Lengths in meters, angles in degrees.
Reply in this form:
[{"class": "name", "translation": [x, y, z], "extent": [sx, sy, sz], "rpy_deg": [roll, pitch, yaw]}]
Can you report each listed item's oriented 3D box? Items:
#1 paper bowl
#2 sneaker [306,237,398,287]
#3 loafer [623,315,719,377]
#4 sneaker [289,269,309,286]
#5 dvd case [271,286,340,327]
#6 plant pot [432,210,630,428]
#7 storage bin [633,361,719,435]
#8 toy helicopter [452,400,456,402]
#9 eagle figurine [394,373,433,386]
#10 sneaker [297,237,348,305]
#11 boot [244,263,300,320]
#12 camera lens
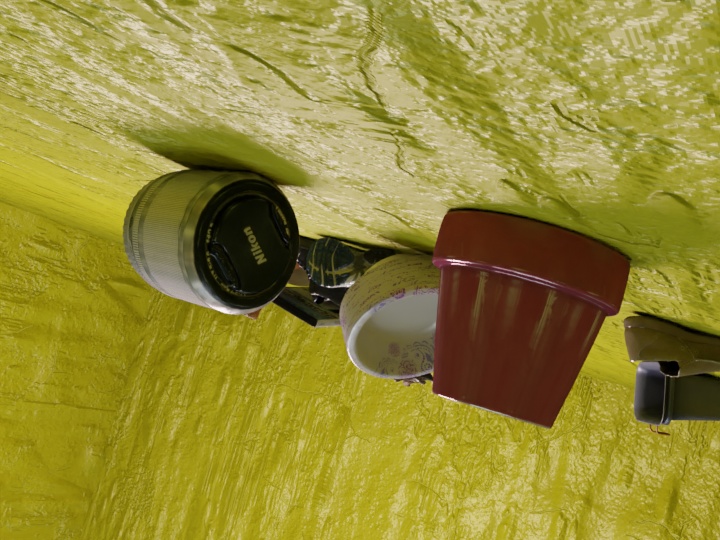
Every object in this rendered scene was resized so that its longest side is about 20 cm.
[{"class": "paper bowl", "translation": [0.067, 0.056, 1.270], "extent": [0.196, 0.106, 0.203], "rpy_deg": [-8, 139, -7]}, {"class": "sneaker", "translation": [0.000, 0.000, 1.392], "extent": [0.197, 0.079, 0.085], "rpy_deg": [13, 178, 37]}, {"class": "loafer", "translation": [0.452, 0.118, 1.230], "extent": [0.196, 0.069, 0.076], "rpy_deg": [17, 175, -6]}, {"class": "sneaker", "translation": [-0.155, -0.019, 1.720], "extent": [0.197, 0.072, 0.099], "rpy_deg": [21, 178, 15]}, {"class": "dvd case", "translation": [-0.089, 0.068, 1.693], "extent": [0.141, 0.018, 0.199], "rpy_deg": [28, -168, 26]}, {"class": "plant pot", "translation": [0.155, 0.055, 0.896], "extent": [0.196, 0.183, 0.200], "rpy_deg": [17, 174, 2]}, {"class": "storage bin", "translation": [0.665, 0.271, 1.837], "extent": [0.131, 0.149, 0.200], "rpy_deg": [6, 174, 2]}, {"class": "toy helicopter", "translation": [0.197, 0.136, 1.537], "extent": [0.078, 0.203, 0.132], "rpy_deg": [24, -161, 8]}, {"class": "eagle figurine", "translation": [0.085, 0.092, 1.508], "extent": [0.148, 0.205, 0.151], "rpy_deg": [11, 168, -28]}, {"class": "sneaker", "translation": [-0.071, 0.007, 1.501], "extent": [0.196, 0.106, 0.060], "rpy_deg": [14, 175, 28]}, {"class": "boot", "translation": [-0.165, 0.015, 1.591], "extent": [0.197, 0.158, 0.073], "rpy_deg": [19, 174, -28]}, {"class": "camera lens", "translation": [-0.181, -0.039, 1.064], "extent": [0.158, 0.163, 0.198], "rpy_deg": [20, 173, -40]}]
